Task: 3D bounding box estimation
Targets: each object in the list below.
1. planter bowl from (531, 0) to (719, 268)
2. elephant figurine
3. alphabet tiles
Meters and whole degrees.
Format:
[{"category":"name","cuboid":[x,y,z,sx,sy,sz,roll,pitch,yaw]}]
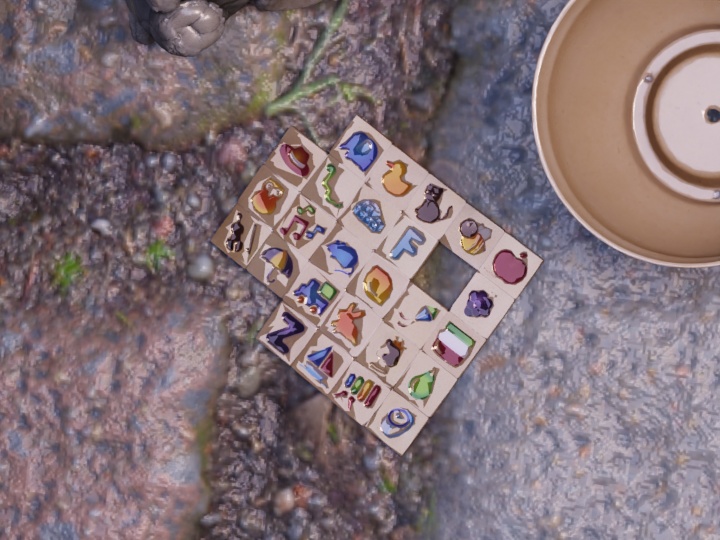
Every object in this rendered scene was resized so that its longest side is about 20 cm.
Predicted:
[{"category":"planter bowl","cuboid":[0.218,-0.102,1.677,0.199,0.135,0.202,0,90,14]},{"category":"elephant figurine","cuboid":[-0.063,-0.229,1.763,0.199,0.155,0.142,-25,121,-11]},{"category":"alphabet tiles","cuboid":[0.000,0.000,1.803,0.200,0.008,0.168,38,100,12]}]
